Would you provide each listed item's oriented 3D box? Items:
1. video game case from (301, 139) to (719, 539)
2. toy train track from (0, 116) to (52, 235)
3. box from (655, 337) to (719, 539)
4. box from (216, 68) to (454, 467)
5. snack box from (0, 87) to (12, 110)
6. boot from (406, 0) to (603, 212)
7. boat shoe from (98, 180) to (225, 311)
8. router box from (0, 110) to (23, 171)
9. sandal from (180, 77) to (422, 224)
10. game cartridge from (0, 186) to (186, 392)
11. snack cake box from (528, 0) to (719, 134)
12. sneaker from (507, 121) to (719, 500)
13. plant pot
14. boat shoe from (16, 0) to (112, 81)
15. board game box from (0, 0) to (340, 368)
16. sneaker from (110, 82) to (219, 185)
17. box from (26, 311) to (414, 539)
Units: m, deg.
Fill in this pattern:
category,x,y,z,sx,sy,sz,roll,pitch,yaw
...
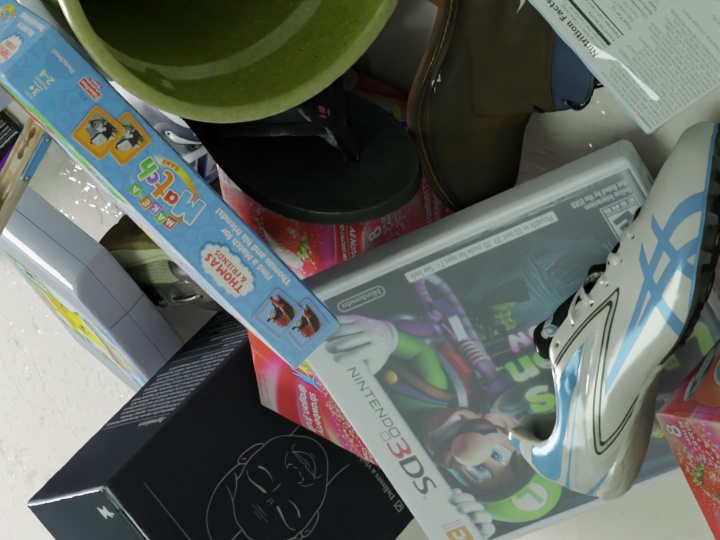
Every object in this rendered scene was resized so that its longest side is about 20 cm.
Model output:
category,x,y,z,sx,sy,sz,roll,pitch,yaw
video game case,0.086,0.046,1.299,0.200,0.023,0.182,-24,118,20
toy train track,-0.167,-0.107,1.395,0.032,0.200,0.115,19,-161,-32
box,0.236,0.115,1.240,0.095,0.103,0.200,7,134,48
box,0.000,0.000,1.389,0.100,0.095,0.200,26,145,28
snack box,-0.279,-0.129,1.467,0.168,0.200,0.068,24,144,30
boot,0.079,-0.085,1.212,0.097,0.075,0.200,30,145,28
boat shoe,-0.083,-0.011,1.509,0.066,0.072,0.201,50,155,-20
router box,-0.302,-0.081,1.699,0.149,0.051,0.200,45,150,-4
sandal,-0.054,-0.088,1.250,0.200,0.075,0.048,37,159,29
game cartridge,-0.158,0.025,1.605,0.133,0.040,0.200,32,165,34
snack cake box,0.102,-0.169,1.065,0.200,0.067,0.115,48,136,-7
sneaker,0.124,0.018,1.222,0.072,0.072,0.200,22,116,7
plant pot,-0.101,-0.185,1.219,0.184,0.200,0.201,23,145,52
boat shoe,-0.192,-0.161,1.358,0.200,0.071,0.091,53,131,11
board game box,-0.106,-0.048,1.244,0.200,0.037,0.151,45,176,-23
sneaker,-0.076,-0.090,1.395,0.200,0.070,0.109,9,130,55
box,-0.063,0.121,1.510,0.149,0.200,0.107,53,148,-13
